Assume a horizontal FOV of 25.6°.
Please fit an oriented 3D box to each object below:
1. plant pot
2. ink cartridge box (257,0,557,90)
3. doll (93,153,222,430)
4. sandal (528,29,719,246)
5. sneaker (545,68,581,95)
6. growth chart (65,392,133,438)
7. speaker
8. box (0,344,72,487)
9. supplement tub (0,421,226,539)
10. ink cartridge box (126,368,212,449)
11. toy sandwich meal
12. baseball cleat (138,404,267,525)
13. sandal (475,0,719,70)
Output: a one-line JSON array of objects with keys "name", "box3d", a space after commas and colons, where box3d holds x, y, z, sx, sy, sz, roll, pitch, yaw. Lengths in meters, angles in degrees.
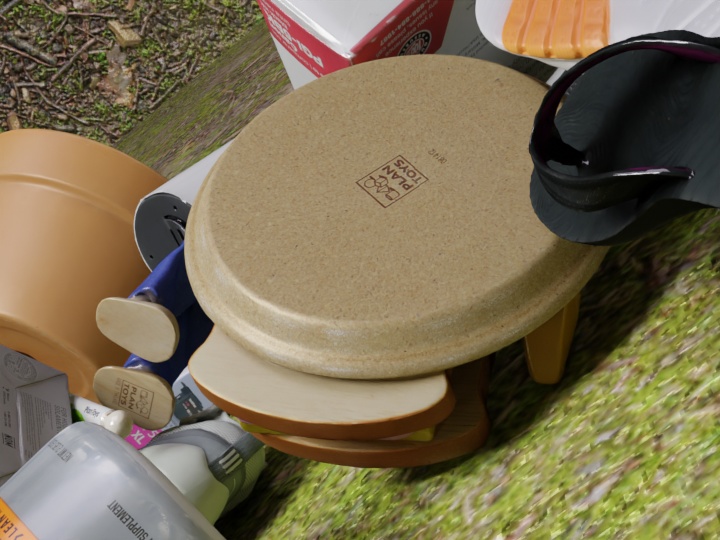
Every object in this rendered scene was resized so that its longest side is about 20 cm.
[{"name": "plant pot", "box3d": [-0.222, 0.011, 1.174, 0.200, 0.200, 0.140, -24, 38, 49]}, {"name": "ink cartridge box", "box3d": [0.039, -0.121, 0.834, 0.147, 0.083, 0.200, -43, -28, -12]}, {"name": "doll", "box3d": [-0.074, 0.005, 0.831, 0.200, 0.048, 0.137, -51, -26, -56]}, {"name": "sandal", "box3d": [0.096, -0.051, 0.526, 0.200, 0.048, 0.076, 174, 109, -71]}, {"name": "sneaker", "box3d": [0.114, -0.096, 0.807, 0.201, 0.076, 0.115, -50, 18, -24]}, {"name": "growth chart", "box3d": [-0.159, 0.146, 0.730, 0.145, 0.018, 0.200, -1, 65, 57]}, {"name": "speaker", "box3d": [-0.062, -0.058, 1.079, 0.081, 0.081, 0.200, -26, 10, 46]}, {"name": "box", "box3d": [-0.212, 0.139, 0.738, 0.200, 0.060, 0.117, -49, 33, 20]}, {"name": "supplement tub", "box3d": [-0.129, 0.161, 0.566, 0.200, 0.123, 0.122, -45, 14, -15]}, {"name": "ink cartridge box", "box3d": [-0.067, 0.037, 0.957, 0.200, 0.042, 0.119, -38, 13, 23]}, {"name": "toy sandwich meal", "box3d": [0.018, -0.009, 0.670, 0.205, 0.070, 0.206, -8, 45, 8]}, {"name": "baseball cleat", "box3d": [-0.113, 0.122, 0.799, 0.200, 0.070, 0.106, -23, 6, 46]}, {"name": "sandal", "box3d": [0.122, -0.101, 0.625, 0.207, 0.059, 0.079, 28, 89, 54]}]
